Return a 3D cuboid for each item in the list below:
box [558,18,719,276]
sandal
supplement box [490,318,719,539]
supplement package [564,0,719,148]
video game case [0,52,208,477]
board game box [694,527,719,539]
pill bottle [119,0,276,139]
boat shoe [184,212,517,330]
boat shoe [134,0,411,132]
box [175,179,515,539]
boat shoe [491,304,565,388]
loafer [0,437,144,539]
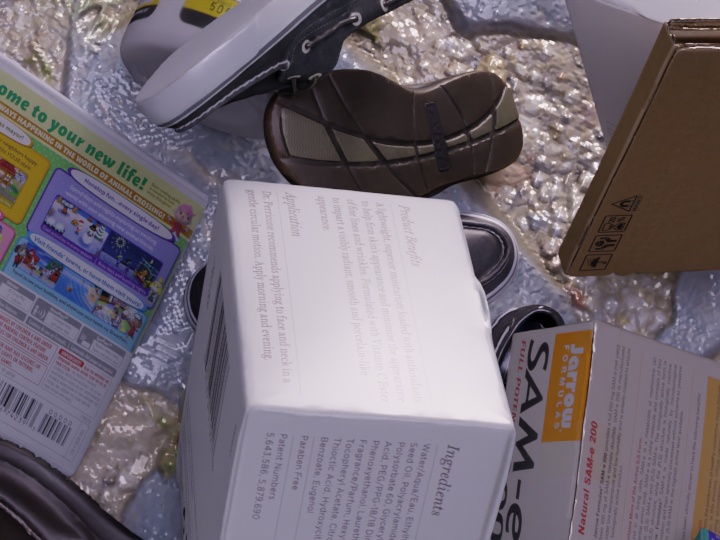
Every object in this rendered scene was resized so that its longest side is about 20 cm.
[{"bbox_3d":[0.208,-0.062,1.078,0.162,0.200,0.021,-3,56,-15],"label":"box"},{"bbox_3d":[0.015,-0.078,1.166,0.199,0.054,0.082,-16,95,-46],"label":"sandal"},{"bbox_3d":[0.172,0.115,1.131,0.199,0.073,0.127,19,72,-32],"label":"supplement box"},{"bbox_3d":[0.207,-0.129,1.149,0.121,0.200,0.120,25,71,27],"label":"supplement package"},{"bbox_3d":[-0.198,-0.013,1.105,0.200,0.022,0.183,35,71,-28],"label":"video game case"},{"bbox_3d":[0.201,0.253,1.091,0.151,0.045,0.201,25,117,-4],"label":"board game box"},{"bbox_3d":[-0.050,-0.186,1.170,0.111,0.111,0.201,25,74,-5],"label":"pill bottle"},{"bbox_3d":[0.000,0.000,1.153,0.199,0.066,0.070,-5,79,-13],"label":"boat shoe"},{"bbox_3d":[-0.032,-0.126,1.075,0.200,0.068,0.057,-41,108,-28],"label":"boat shoe"},{"bbox_3d":[-0.016,0.090,1.029,0.130,0.201,0.199,5,33,-10],"label":"box"},{"bbox_3d":[0.082,0.113,1.151,0.070,0.066,0.201,20,74,-6],"label":"boat shoe"},{"bbox_3d":[-0.162,0.156,1.086,0.199,0.073,0.072,35,71,-2],"label":"loafer"}]
